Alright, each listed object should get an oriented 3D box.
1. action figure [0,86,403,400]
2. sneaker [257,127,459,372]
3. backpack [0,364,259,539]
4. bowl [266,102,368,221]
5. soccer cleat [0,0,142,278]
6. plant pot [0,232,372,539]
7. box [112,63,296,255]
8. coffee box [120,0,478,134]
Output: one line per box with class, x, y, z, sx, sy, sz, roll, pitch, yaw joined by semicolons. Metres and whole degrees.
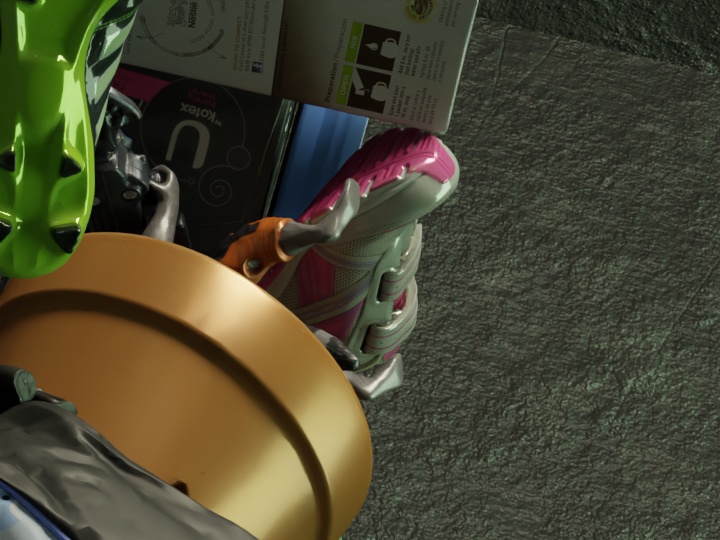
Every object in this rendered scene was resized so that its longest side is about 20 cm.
action figure;-0.092;0.003;1.152;0.200;0.193;0.105;70;21;-45
sneaker;0.000;0.000;1.229;0.200;0.088;0.081;-43;-174;48
backpack;-0.116;0.169;0.852;0.154;0.200;0.191;-23;142;-54
bowl;-0.025;-0.067;1.382;0.201;0.039;0.201;-164;-90;-87
soccer cleat;-0.120;-0.097;0.915;0.081;0.067;0.200;-143;-114;-68
plant pot;-0.112;0.103;1.087;0.140;0.200;0.200;-57;168;-42
box;-0.102;-0.082;1.322;0.200;0.122;0.106;-88;-167;-79
coffee box;-0.043;-0.144;1.205;0.114;0.200;0.080;-83;-175;-67
